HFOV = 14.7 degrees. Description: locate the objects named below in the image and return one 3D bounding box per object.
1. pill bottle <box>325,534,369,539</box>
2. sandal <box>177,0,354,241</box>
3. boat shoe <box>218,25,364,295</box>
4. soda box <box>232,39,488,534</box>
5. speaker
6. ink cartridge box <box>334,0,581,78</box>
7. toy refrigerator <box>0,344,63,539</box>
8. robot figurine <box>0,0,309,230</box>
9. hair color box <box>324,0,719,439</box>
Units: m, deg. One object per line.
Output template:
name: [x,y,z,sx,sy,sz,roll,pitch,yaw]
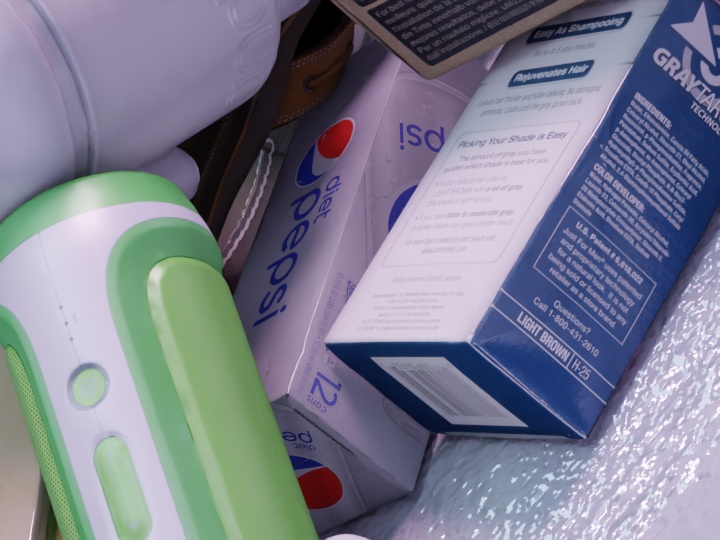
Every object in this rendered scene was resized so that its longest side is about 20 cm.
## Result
pill bottle: [-0.021,0.180,0.760,0.200,0.111,0.111,-53,24,-7]
sandal: [-0.034,-0.080,1.088,0.082,0.054,0.201,19,86,55]
boat shoe: [-0.048,-0.064,1.222,0.072,0.060,0.202,-30,34,39]
soda box: [0.000,0.000,1.045,0.068,0.063,0.200,-30,30,41]
speaker: [-0.062,0.070,0.920,0.088,0.088,0.201,-36,61,29]
ink cartridge box: [0.076,-0.187,0.992,0.164,0.075,0.201,-24,38,45]
toy refrigerator: [-0.113,0.078,0.999,0.070,0.076,0.201,-19,42,23]
robot figurine: [-0.108,-0.084,0.987,0.200,0.170,0.113,-35,25,-34]
hair color box: [0.079,-0.040,0.966,0.100,0.060,0.200,-2,53,60]
